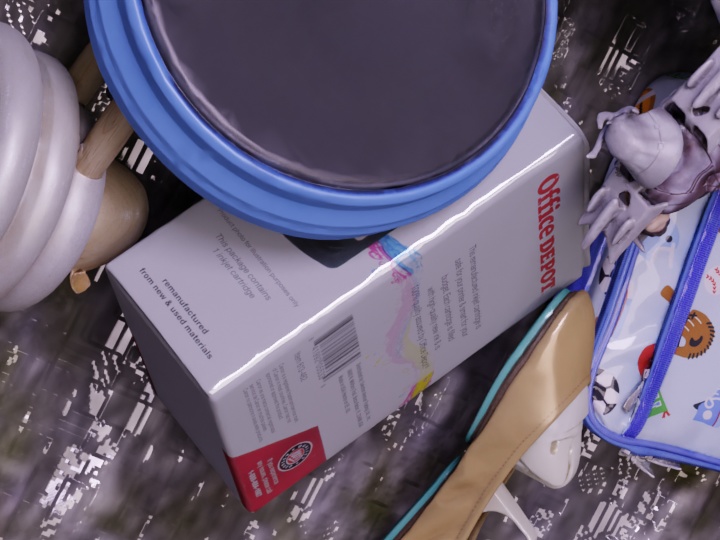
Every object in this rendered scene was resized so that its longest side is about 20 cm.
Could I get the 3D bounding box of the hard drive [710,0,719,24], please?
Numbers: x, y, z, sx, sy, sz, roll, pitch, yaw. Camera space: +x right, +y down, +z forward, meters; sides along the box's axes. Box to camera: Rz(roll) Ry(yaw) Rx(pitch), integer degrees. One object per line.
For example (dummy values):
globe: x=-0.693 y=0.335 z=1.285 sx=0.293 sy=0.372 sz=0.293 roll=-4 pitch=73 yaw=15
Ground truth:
hard drive: x=0.216 y=-0.132 z=1.021 sx=0.132 sy=0.200 sz=0.027 roll=-12 pitch=72 yaw=14

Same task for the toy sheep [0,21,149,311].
toy sheep: x=-0.176 y=-0.049 z=0.994 sx=0.200 sy=0.138 sz=0.138 roll=23 pitch=94 yaw=-31

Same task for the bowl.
bowl: x=-0.011 y=-0.115 z=0.972 sx=0.201 sy=0.039 sz=0.201 roll=5 pitch=77 yaw=-21

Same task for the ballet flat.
ballet flat: x=0.070 y=0.099 z=1.154 sx=0.063 sy=0.069 sz=0.200 roll=38 pitch=112 yaw=9

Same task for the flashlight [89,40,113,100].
flashlight: x=-0.020 y=-0.113 z=1.084 sx=0.200 sy=0.068 sz=0.068 roll=-6 pitch=72 yaw=-26

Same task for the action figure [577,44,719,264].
action figure: x=0.165 y=-0.057 z=1.049 sx=0.200 sy=0.069 sz=0.130 roll=-1 pitch=148 yaw=-46

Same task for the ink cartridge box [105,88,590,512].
ink cartridge box: x=0.000 y=0.000 z=1.072 sx=0.200 sy=0.083 sz=0.146 roll=-35 pitch=156 yaw=-12

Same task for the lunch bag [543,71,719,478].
lunch bag: x=0.179 y=0.008 z=1.195 sx=0.160 sy=0.076 sz=0.200 roll=17 pitch=96 yaw=-24
